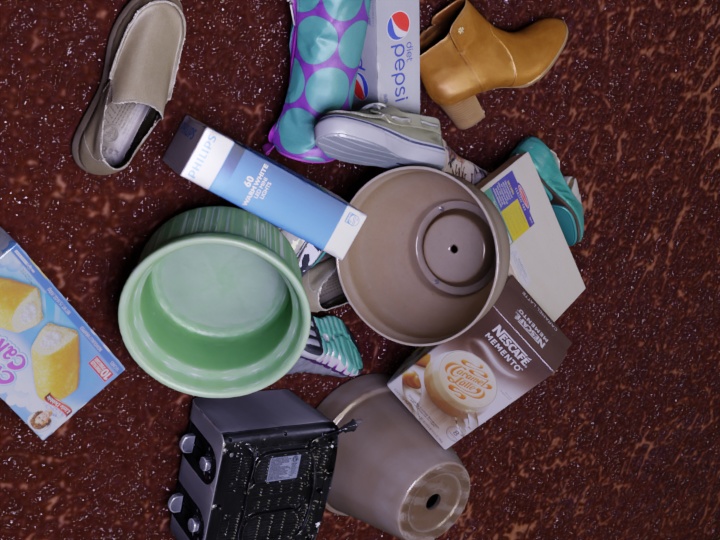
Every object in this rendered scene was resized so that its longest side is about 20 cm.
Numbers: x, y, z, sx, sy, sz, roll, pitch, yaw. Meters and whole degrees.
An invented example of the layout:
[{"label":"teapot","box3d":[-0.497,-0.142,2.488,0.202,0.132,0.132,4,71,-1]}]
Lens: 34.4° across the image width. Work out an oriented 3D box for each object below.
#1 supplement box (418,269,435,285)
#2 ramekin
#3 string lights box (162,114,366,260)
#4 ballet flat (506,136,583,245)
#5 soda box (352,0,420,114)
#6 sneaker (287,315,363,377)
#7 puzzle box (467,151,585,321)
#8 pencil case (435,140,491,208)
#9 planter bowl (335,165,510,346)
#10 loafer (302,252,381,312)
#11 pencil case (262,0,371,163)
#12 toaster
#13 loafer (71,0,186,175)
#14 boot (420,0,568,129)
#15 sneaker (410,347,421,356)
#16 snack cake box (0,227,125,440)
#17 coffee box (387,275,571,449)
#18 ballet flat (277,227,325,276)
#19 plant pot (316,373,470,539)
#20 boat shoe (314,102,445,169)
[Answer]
[{"label":"supplement box","box3d":[0.127,0.019,1.483,0.200,0.067,0.069,-18,88,-22]},{"label":"ramekin","box3d":[-0.153,0.028,1.248,0.200,0.098,0.200,-1,121,-2]},{"label":"string lights box","box3d":[-0.102,-0.089,1.241,0.200,0.103,0.059,27,94,-24]},{"label":"ballet flat","box3d":[0.263,-0.112,1.578,0.200,0.067,0.070,47,66,-44]},{"label":"soda box","box3d":[0.024,-0.250,1.319,0.063,0.068,0.200,-20,122,-31]},{"label":"sneaker","box3d":[-0.068,0.097,1.423,0.087,0.075,0.200,-23,158,17]},{"label":"puzzle box","box3d":[0.208,-0.034,1.455,0.133,0.025,0.200,-37,107,-45]},{"label":"pencil case","box3d":[0.132,-0.103,1.469,0.200,0.078,0.090,25,89,-43]},{"label":"planter bowl","box3d":[0.089,-0.022,1.347,0.135,0.200,0.201,-13,122,-62]},{"label":"loafer","box3d":[0.000,0.000,1.422,0.200,0.068,0.076,-31,127,-23]},{"label":"pencil case","box3d":[-0.047,-0.218,1.268,0.092,0.085,0.200,3,112,-17]},{"label":"toaster","box3d":[-0.125,0.246,1.412,0.200,0.119,0.181,-1,113,-37]},{"label":"loafer","box3d":[-0.221,-0.182,1.163,0.076,0.067,0.200,14,102,-41]},{"label":"boot","box3d":[0.157,-0.278,1.407,0.201,0.071,0.144,-42,134,-7]},{"label":"sneaker","box3d":[0.152,0.105,1.509,0.070,0.090,0.200,-12,163,-44]},{"label":"snack cake box","box3d":[-0.347,0.065,1.186,0.115,0.067,0.200,-43,131,-14]},{"label":"coffee box","box3d":[0.143,0.115,1.427,0.200,0.114,0.080,-43,180,36]},{"label":"ballet flat","box3d":[-0.092,-0.013,1.346,0.200,0.073,0.073,-53,132,-1]},{"label":"plant pot","box3d":[0.045,0.260,1.515,0.200,0.173,0.200,-18,122,-31]},{"label":"boat shoe","box3d":[0.021,-0.151,1.276,0.200,0.072,0.062,9,75,-52]}]
